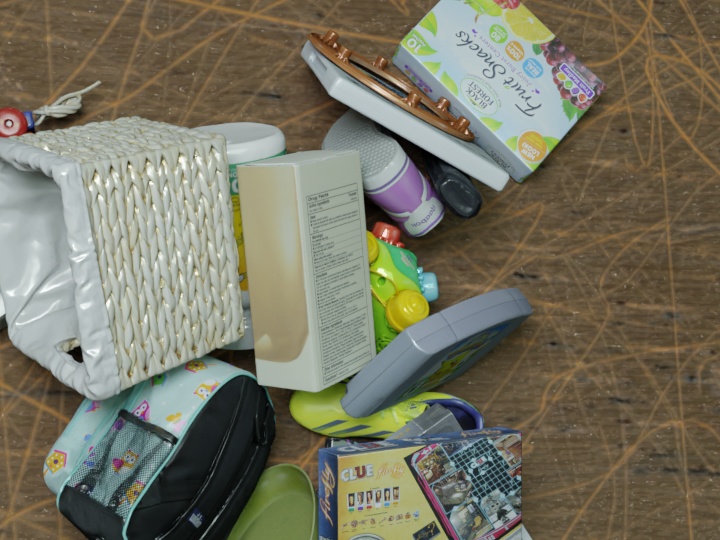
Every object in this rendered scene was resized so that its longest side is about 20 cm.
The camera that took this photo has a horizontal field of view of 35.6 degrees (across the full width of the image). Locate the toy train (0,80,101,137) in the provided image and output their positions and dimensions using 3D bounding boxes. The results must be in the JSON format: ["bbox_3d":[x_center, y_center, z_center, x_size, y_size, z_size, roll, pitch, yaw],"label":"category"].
[{"bbox_3d":[-0.319,-0.097,1.094,0.199,0.085,0.117,-27,89,-17],"label":"toy train"}]

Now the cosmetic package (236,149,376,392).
[{"bbox_3d":[-0.047,-0.003,1.009,0.105,0.070,0.202,-18,107,-54],"label":"cosmetic package"}]

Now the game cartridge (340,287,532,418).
[{"bbox_3d":[0.081,0.074,1.072,0.199,0.134,0.041,-16,63,-50],"label":"game cartridge"}]

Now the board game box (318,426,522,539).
[{"bbox_3d":[0.056,0.215,0.984,0.198,0.034,0.137,-1,92,-32],"label":"board game box"}]

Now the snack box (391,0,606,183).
[{"bbox_3d":[0.153,-0.218,1.239,0.200,0.053,0.142,43,74,-1],"label":"snack box"}]

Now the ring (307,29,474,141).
[{"bbox_3d":[0.035,-0.192,1.141,0.199,0.201,0.019,32,103,-4],"label":"ring"}]

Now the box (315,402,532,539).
[{"bbox_3d":[0.068,0.254,1.065,0.158,0.048,0.201,-35,101,-9],"label":"box"}]

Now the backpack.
[{"bbox_3d":[-0.173,0.169,1.016,0.152,0.176,0.201,25,66,31],"label":"backpack"}]

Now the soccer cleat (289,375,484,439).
[{"bbox_3d":[0.030,0.139,1.117,0.198,0.084,0.065,11,76,-10],"label":"soccer cleat"}]

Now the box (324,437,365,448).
[{"bbox_3d":[0.053,0.252,1.123,0.198,0.036,0.145,9,76,-10],"label":"box"}]

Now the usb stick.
[{"bbox_3d":[0.090,-0.093,1.130,0.033,0.200,0.055,-42,101,10],"label":"usb stick"}]

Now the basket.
[{"bbox_3d":[-0.216,-0.021,0.975,0.160,0.197,0.202,-16,111,-34],"label":"basket"}]

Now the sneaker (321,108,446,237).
[{"bbox_3d":[0.026,-0.094,1.142,0.073,0.201,0.114,-40,119,9],"label":"sneaker"}]

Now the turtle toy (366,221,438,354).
[{"bbox_3d":[0.000,0.000,1.123,0.201,0.146,0.101,51,50,1],"label":"turtle toy"}]

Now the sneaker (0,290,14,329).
[{"bbox_3d":[-0.380,0.030,1.056,0.199,0.074,0.082,-34,90,-18],"label":"sneaker"}]

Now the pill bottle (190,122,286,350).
[{"bbox_3d":[-0.120,-0.032,1.076,0.111,0.113,0.202,-8,109,-14],"label":"pill bottle"}]

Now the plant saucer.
[{"bbox_3d":[-0.094,0.273,1.011,0.031,0.199,0.201,33,72,-25],"label":"plant saucer"}]

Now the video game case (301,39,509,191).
[{"bbox_3d":[0.040,-0.157,1.121,0.199,0.182,0.023,27,105,-21],"label":"video game case"}]
